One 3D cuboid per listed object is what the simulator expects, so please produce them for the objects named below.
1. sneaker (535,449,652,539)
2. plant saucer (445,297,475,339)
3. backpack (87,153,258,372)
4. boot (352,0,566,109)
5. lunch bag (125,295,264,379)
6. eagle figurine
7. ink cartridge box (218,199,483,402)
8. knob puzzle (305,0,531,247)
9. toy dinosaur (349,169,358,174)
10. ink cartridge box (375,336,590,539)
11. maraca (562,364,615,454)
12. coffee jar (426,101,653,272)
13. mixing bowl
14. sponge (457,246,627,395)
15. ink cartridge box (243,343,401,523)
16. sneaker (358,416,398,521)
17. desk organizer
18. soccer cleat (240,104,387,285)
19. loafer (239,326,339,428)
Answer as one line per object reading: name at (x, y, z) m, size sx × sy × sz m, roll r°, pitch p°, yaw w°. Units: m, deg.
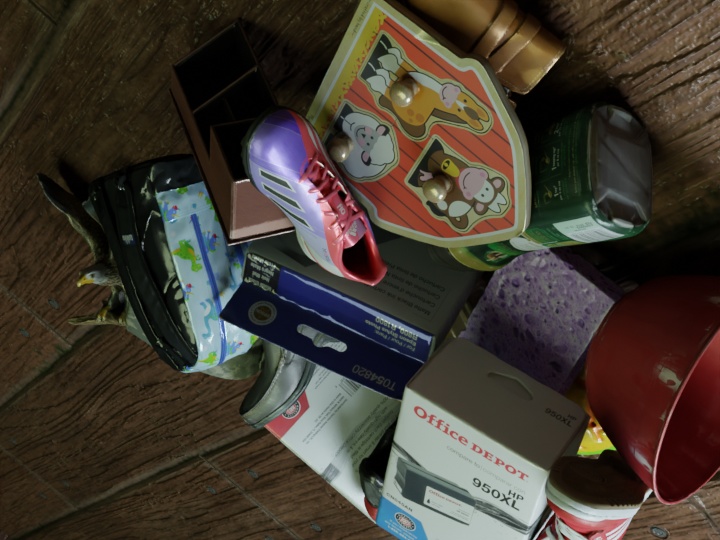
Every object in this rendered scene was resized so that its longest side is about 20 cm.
sneaker at (0.180, 0.212, 0.952) m, size 0.071 × 0.113 × 0.200 m, roll 35°, pitch -169°, yaw 25°
plant saucer at (0.061, 0.071, 1.188) m, size 0.200 × 0.029 × 0.201 m, roll 37°, pitch 141°, yaw 37°
backpack at (-0.168, -0.002, 1.118) m, size 0.163 × 0.153 × 0.201 m, roll -12°, pitch 86°, yaw 53°
boot at (0.083, -0.200, 0.853) m, size 0.155 × 0.077 × 0.200 m, roll 35°, pitch 149°, yaw 2°
lunch bag at (-0.159, 0.030, 1.298) m, size 0.167 × 0.140 × 0.200 m, roll 35°, pitch 148°, yaw 1°
eagle figurine at (-0.300, -0.025, 1.395) m, size 0.151 × 0.151 × 0.201 m, roll -7°, pitch 105°, yaw -7°
ink cartridge box at (0.000, 0.000, 1.067) m, size 0.199 × 0.200 × 0.041 m, roll 23°, pitch 145°, yaw 16°
knob puzzle at (0.047, -0.091, 0.898) m, size 0.219 × 0.030 × 0.220 m, roll 21°, pitch 133°, yaw 25°
toy dinosaur at (0.040, -0.130, 0.978) m, size 0.199 × 0.102 × 0.077 m, roll -8°, pitch 116°, yaw 35°
ink cartridge box at (0.103, 0.179, 1.034) m, size 0.144 × 0.084 × 0.201 m, roll 29°, pitch 135°, yaw 20°
maraca at (0.195, 0.119, 1.116) m, size 0.200 × 0.107 × 0.138 m, roll -34°, pitch 82°, yaw 43°
coffee jar at (0.139, -0.061, 0.952) m, size 0.085 × 0.105 × 0.200 m, roll 15°, pitch 161°, yaw -36°
mixing bowl at (0.260, 0.080, 0.968) m, size 0.108 × 0.200 × 0.201 m, roll 30°, pitch 150°, yaw 35°
sponge at (0.147, 0.067, 1.051) m, size 0.112 × 0.030 × 0.201 m, roll 41°, pitch 124°, yaw 25°
ink cartridge box at (-0.010, 0.165, 1.319) m, size 0.200 × 0.144 × 0.084 m, roll 44°, pitch 176°, yaw -13°
sneaker at (0.080, 0.190, 1.251) m, size 0.071 × 0.200 × 0.098 m, roll 49°, pitch 170°, yaw 49°
desk organizer at (-0.111, -0.127, 1.022) m, size 0.077 × 0.071 × 0.201 m, roll 100°, pitch 152°, yaw -50°
soccer cleat at (-0.031, -0.056, 0.921) m, size 0.073 × 0.068 × 0.200 m, roll 35°, pitch 165°, yaw 32°
loafer at (-0.075, 0.075, 1.204) m, size 0.072 × 0.200 × 0.073 m, roll 30°, pitch -167°, yaw -22°
